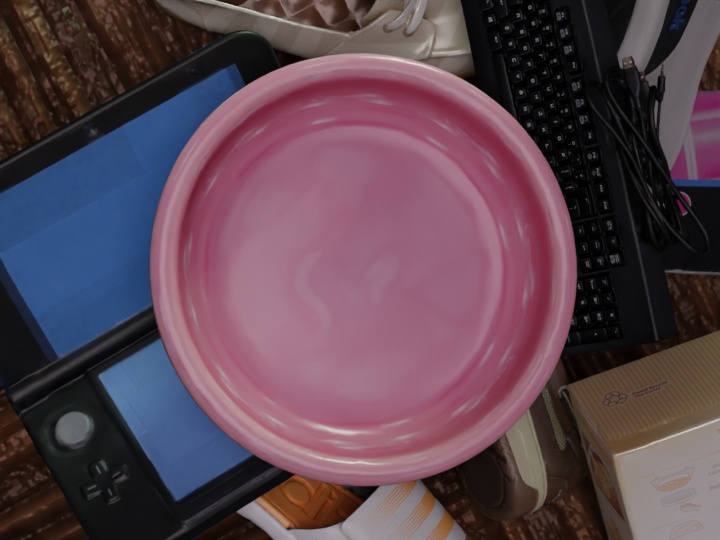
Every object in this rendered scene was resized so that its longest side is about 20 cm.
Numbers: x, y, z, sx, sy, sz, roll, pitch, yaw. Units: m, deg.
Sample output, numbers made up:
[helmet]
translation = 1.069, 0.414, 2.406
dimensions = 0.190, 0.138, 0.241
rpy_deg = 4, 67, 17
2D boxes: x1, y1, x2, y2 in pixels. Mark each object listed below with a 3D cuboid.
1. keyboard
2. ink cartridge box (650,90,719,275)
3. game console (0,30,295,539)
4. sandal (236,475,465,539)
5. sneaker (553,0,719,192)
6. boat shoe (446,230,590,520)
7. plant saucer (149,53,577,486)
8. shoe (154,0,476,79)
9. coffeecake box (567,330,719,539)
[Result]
[keyboard]
translation = 0.100, -0.060, 0.812
dimensions = 0.104, 0.040, 0.200
rpy_deg = -13, 91, 37
[ink cartridge box]
translation = 0.236, -0.042, 0.848
dimensions = 0.200, 0.037, 0.095
rpy_deg = 3, 91, 33
[game console]
translation = -0.083, 0.013, 0.824
dimensions = 0.200, 0.118, 0.171
rpy_deg = -31, 60, -11
[sandal]
translation = -0.009, 0.117, 0.864
dimensions = 0.207, 0.079, 0.059
rpy_deg = 36, 120, -3
[sneaker]
translation = 0.121, -0.113, 0.879
dimensions = 0.073, 0.112, 0.200
rpy_deg = 6, 122, -34
[boat shoe]
translation = 0.068, 0.024, 0.886
dimensions = 0.075, 0.075, 0.203
rpy_deg = -16, 90, -29
[plant saucer]
translation = 0.000, 0.000, 0.805
dimensions = 0.200, 0.051, 0.201
rpy_deg = 1, 86, -9
[shoe]
translation = -0.013, -0.137, 0.874
dimensions = 0.200, 0.053, 0.070
rpy_deg = 8, 90, -4
[coffeecake box]
translation = 0.206, 0.129, 0.853
dimensions = 0.153, 0.073, 0.200
rpy_deg = -20, 116, -3
